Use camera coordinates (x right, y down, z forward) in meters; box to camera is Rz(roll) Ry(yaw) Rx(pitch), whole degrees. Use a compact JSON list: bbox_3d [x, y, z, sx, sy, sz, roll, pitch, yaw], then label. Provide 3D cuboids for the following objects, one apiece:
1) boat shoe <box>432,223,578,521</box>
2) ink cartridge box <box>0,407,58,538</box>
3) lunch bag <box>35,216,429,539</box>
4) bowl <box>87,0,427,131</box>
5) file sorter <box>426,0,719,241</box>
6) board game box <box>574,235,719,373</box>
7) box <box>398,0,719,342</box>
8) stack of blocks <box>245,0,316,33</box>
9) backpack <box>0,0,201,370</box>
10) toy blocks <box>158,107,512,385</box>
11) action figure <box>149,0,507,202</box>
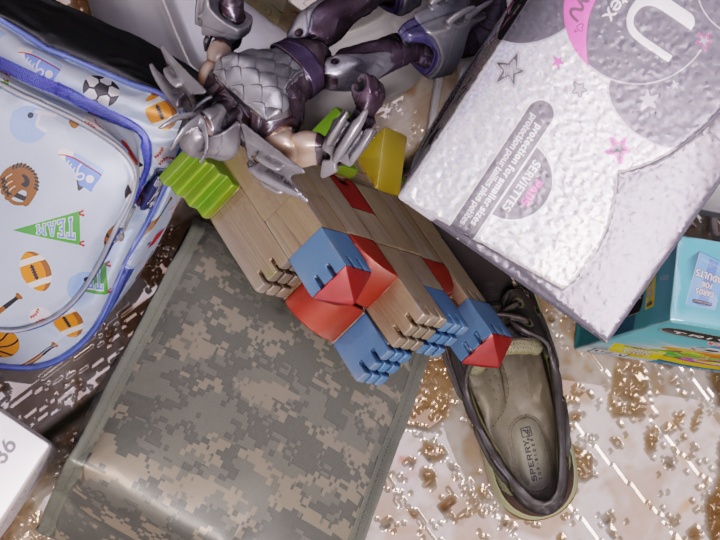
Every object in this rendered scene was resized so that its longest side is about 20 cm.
[{"bbox_3d":[0.084,0.047,1.046,0.073,0.065,0.201,-21,83,-6],"label":"boat shoe"},{"bbox_3d":[-0.217,0.122,0.931,0.067,0.200,0.117,33,81,-2],"label":"ink cartridge box"},{"bbox_3d":[-0.063,0.083,0.995,0.163,0.118,0.201,27,55,-3],"label":"lunch bag"},{"bbox_3d":[-0.061,-0.182,1.052,0.199,0.075,0.201,-18,87,-11],"label":"bowl"},{"bbox_3d":[0.146,-0.101,1.043,0.198,0.125,0.140,10,81,-6],"label":"file sorter"},{"bbox_3d":[0.217,0.027,0.999,0.150,0.200,0.047,9,83,-6],"label":"board game box"},{"bbox_3d":[0.125,-0.090,0.889,0.132,0.115,0.201,34,102,-1],"label":"box"},{"bbox_3d":[-0.065,-0.230,0.990,0.200,0.059,0.115,38,80,-2],"label":"stack of blocks"},{"bbox_3d":[-0.188,-0.043,0.971,0.199,0.154,0.191,27,115,1],"label":"backpack"},{"bbox_3d":[0.000,0.000,0.956,0.100,0.200,0.137,-44,62,19],"label":"toy blocks"},{"bbox_3d":[-0.020,-0.111,0.906,0.199,0.070,0.130,-34,72,-27],"label":"action figure"}]
